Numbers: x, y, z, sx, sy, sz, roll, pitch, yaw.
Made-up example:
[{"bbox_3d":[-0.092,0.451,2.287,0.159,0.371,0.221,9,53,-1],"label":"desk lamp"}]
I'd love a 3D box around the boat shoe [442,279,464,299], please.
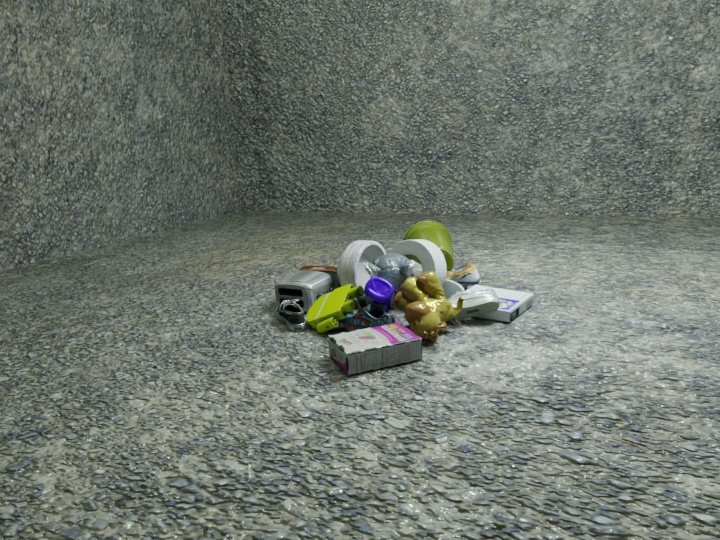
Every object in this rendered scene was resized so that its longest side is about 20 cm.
[{"bbox_3d":[0.263,0.057,1.820,0.200,0.071,0.064,9,13,39],"label":"boat shoe"}]

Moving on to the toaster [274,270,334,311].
[{"bbox_3d":[-0.191,0.067,1.795,0.200,0.114,0.129,6,19,30],"label":"toaster"}]

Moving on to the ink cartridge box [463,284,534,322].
[{"bbox_3d":[0.403,0.098,1.682,0.200,0.043,0.198,10,20,36],"label":"ink cartridge box"}]

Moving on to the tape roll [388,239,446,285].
[{"bbox_3d":[0.180,-0.003,1.795,0.202,0.203,0.071,9,10,40],"label":"tape roll"}]

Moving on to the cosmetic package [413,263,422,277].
[{"bbox_3d":[0.168,0.010,2.022,0.105,0.071,0.200,-7,15,-13],"label":"cosmetic package"}]

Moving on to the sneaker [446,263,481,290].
[{"bbox_3d":[0.319,0.046,1.875,0.200,0.088,0.075,-18,24,44],"label":"sneaker"}]

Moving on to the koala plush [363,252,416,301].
[{"bbox_3d":[0.091,0.014,1.670,0.177,0.184,0.200,-3,-15,8],"label":"koala plush"}]

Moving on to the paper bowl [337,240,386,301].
[{"bbox_3d":[0.000,0.000,1.814,0.104,0.201,0.201,3,15,36],"label":"paper bowl"}]

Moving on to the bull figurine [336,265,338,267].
[{"bbox_3d":[-0.050,0.030,1.943,0.200,0.065,0.121,-1,-21,-18],"label":"bull figurine"}]

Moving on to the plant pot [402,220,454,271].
[{"bbox_3d":[0.274,-0.065,2.103,0.200,0.201,0.193,-4,26,-4],"label":"plant pot"}]

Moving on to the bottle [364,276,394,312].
[{"bbox_3d":[0.054,0.085,1.579,0.083,0.065,0.200,27,-19,13],"label":"bottle"}]

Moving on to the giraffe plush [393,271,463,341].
[{"bbox_3d":[0.174,0.123,1.487,0.200,0.173,0.162,35,35,7],"label":"giraffe plush"}]

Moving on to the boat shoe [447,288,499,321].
[{"bbox_3d":[0.299,0.096,1.587,0.201,0.070,0.072,-11,44,10],"label":"boat shoe"}]

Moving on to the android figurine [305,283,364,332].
[{"bbox_3d":[-0.081,0.109,1.600,0.200,0.041,0.182,-25,26,31],"label":"android figurine"}]

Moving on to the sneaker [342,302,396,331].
[{"bbox_3d":[0.030,0.130,1.528,0.200,0.096,0.079,10,19,42],"label":"sneaker"}]

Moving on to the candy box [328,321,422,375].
[{"bbox_3d":[0.035,0.191,1.358,0.200,0.061,0.136,-8,15,-20],"label":"candy box"}]

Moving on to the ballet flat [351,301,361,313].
[{"bbox_3d":[-0.045,0.101,1.699,0.068,0.075,0.200,2,11,-24],"label":"ballet flat"}]

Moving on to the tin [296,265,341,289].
[{"bbox_3d":[-0.137,0.042,1.888,0.200,0.112,0.042,1,24,18],"label":"tin"}]

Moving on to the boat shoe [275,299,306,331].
[{"bbox_3d":[-0.215,0.123,1.665,0.073,0.068,0.199,-7,15,-16],"label":"boat shoe"}]
